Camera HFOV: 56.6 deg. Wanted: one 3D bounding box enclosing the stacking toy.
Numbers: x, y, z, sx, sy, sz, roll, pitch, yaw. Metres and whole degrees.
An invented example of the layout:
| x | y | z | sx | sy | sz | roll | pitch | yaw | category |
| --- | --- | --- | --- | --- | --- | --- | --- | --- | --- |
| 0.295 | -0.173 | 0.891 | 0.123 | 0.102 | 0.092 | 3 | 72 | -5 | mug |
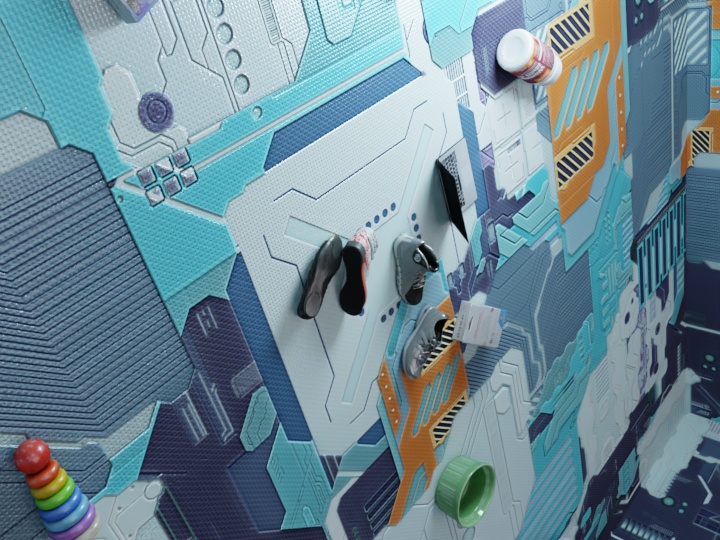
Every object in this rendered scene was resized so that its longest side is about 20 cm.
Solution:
| x | y | z | sx | sy | sz | roll | pitch | yaw | category |
| --- | --- | --- | --- | --- | --- | --- | --- | --- | --- |
| -0.507 | 0.363 | 1.101 | 0.085 | 0.085 | 0.202 | -37 | 119 | -34 | stacking toy |

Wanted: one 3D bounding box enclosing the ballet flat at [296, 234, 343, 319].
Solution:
| x | y | z | sx | sy | sz | roll | pitch | yaw | category |
| --- | --- | --- | --- | --- | --- | --- | --- | --- | --- |
| -0.093 | 0.011 | 1.463 | 0.066 | 0.057 | 0.202 | 33 | 70 | -31 | ballet flat |

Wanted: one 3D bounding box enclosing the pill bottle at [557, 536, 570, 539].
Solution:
| x | y | z | sx | sy | sz | roll | pitch | yaw | category |
| --- | --- | --- | --- | --- | --- | --- | --- | --- | --- |
| 0.775 | 1.155 | 2.659 | 0.199 | 0.112 | 0.114 | -26 | 119 | -39 | pill bottle |

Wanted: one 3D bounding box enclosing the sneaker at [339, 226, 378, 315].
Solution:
| x | y | z | sx | sy | sz | roll | pitch | yaw | category |
| --- | --- | --- | --- | --- | --- | --- | --- | --- | --- |
| 0.001 | 0.000 | 1.534 | 0.108 | 0.066 | 0.203 | -55 | 153 | -49 | sneaker |

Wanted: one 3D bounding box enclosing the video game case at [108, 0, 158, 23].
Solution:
| x | y | z | sx | sy | sz | roll | pitch | yaw | category |
| --- | --- | --- | --- | --- | --- | --- | --- | --- | --- |
| -0.351 | -0.520 | 1.027 | 0.201 | 0.045 | 0.182 | -56 | 133 | -19 | video game case |

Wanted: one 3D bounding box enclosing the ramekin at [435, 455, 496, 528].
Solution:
| x | y | z | sx | sy | sz | roll | pitch | yaw | category |
| --- | --- | --- | --- | --- | --- | --- | --- | --- | --- |
| 0.318 | 0.668 | 2.043 | 0.199 | 0.097 | 0.203 | -16 | 113 | -43 | ramekin |

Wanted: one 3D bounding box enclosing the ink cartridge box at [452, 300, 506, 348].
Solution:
| x | y | z | sx | sy | sz | roll | pitch | yaw | category |
| --- | --- | --- | --- | --- | --- | --- | --- | --- | --- |
| 0.334 | 0.154 | 1.933 | 0.199 | 0.067 | 0.117 | 14 | 91 | -48 | ink cartridge box |

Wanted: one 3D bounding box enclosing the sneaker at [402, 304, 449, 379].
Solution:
| x | y | z | sx | sy | sz | roll | pitch | yaw | category |
| --- | --- | --- | --- | --- | --- | --- | --- | --- | --- |
| 0.172 | 0.192 | 1.760 | 0.074 | 0.081 | 0.202 | 23 | 84 | -47 | sneaker |

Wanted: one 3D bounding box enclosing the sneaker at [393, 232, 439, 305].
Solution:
| x | y | z | sx | sy | sz | roll | pitch | yaw | category |
| --- | --- | --- | --- | --- | --- | --- | --- | --- | --- |
| 0.148 | 0.010 | 1.657 | 0.075 | 0.115 | 0.202 | -35 | 124 | -34 | sneaker |

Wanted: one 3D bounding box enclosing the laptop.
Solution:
| x | y | z | sx | sy | sz | roll | pitch | yaw | category |
| --- | --- | --- | --- | --- | --- | --- | --- | --- | --- |
| 0.272 | -0.210 | 1.726 | 0.200 | 0.115 | 0.189 | -41 | 128 | -31 | laptop |

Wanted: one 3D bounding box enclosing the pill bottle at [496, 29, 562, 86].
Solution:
| x | y | z | sx | sy | sz | roll | pitch | yaw | category |
| --- | --- | --- | --- | --- | --- | --- | --- | --- | --- |
| 0.467 | -0.576 | 1.833 | 0.199 | 0.109 | 0.111 | 6 | 97 | -47 | pill bottle |
